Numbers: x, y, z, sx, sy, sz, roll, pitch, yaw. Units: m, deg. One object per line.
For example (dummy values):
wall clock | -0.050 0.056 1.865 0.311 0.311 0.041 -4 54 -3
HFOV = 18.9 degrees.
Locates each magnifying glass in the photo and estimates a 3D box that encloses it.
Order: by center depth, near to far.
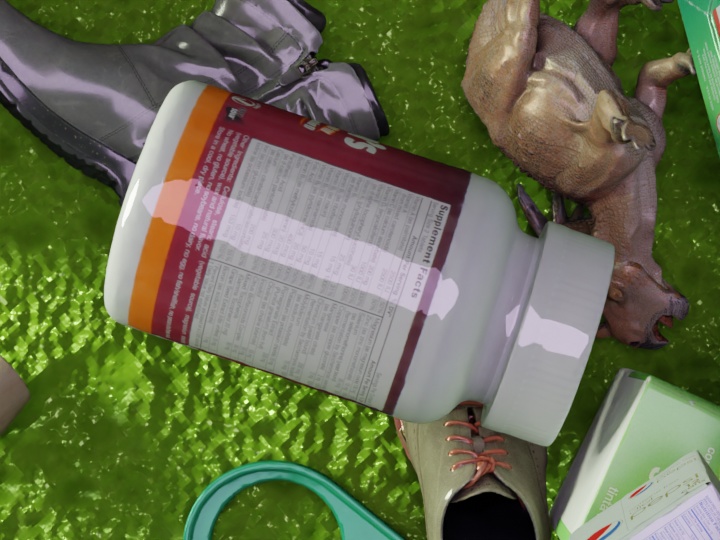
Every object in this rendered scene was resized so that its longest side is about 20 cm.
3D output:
magnifying glass | 0.015 0.141 1.006 0.198 0.022 0.080 12 87 4

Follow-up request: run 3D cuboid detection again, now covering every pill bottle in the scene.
pill bottle | 0.000 0.000 0.917 0.199 0.110 0.110 18 87 1

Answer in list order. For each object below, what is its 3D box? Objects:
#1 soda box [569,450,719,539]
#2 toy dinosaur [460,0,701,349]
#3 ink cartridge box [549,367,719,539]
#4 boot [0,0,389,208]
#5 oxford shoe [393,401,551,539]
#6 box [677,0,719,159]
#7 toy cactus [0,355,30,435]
soda box | 0.158 0.169 0.798 0.063 0.068 0.201 -34 92 7
toy dinosaur | 0.088 -0.067 0.991 0.085 0.136 0.201 -6 59 -39
ink cartridge box | 0.190 0.123 0.939 0.199 0.146 0.084 26 89 3
boot | -0.092 -0.097 1.005 0.200 0.068 0.131 43 84 -4
oxford shoe | 0.056 0.084 0.970 0.070 0.075 0.201 -8 74 -6
box | 0.248 -0.086 0.961 0.199 0.048 0.118 -6 74 -25
toy cactus | -0.221 0.105 0.989 0.165 0.102 0.200 -41 84 -20
